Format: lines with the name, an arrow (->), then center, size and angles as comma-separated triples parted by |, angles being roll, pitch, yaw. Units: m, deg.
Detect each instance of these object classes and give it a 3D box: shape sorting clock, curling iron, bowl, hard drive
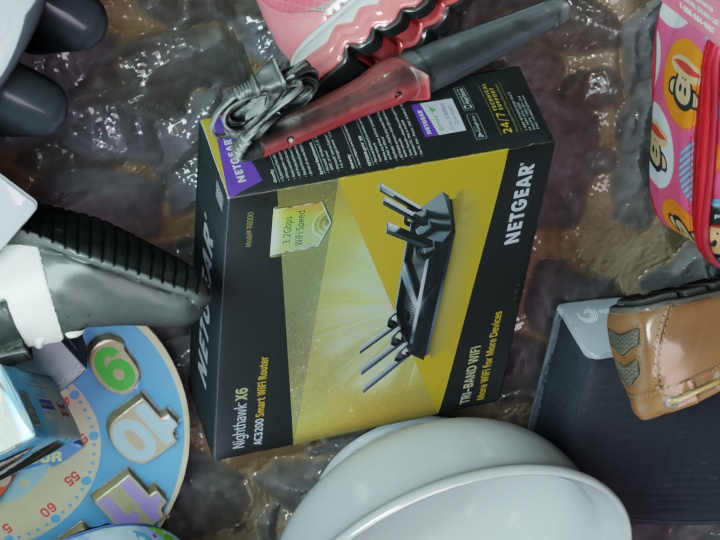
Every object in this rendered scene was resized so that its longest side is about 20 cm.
shape sorting clock -> -0.181, 0.091, 1.121 | 0.198, 0.039, 0.202 | -9, 121, -16
curling iron -> 0.020, -0.089, 1.009 | 0.199, 0.026, 0.050 | -20, 158, -33
bowl -> 0.034, 0.141, 1.184 | 0.199, 0.091, 0.202 | -15, 137, -14
hard drive -> 0.191, 0.081, 1.251 | 0.198, 0.042, 0.136 | 1, 117, -21

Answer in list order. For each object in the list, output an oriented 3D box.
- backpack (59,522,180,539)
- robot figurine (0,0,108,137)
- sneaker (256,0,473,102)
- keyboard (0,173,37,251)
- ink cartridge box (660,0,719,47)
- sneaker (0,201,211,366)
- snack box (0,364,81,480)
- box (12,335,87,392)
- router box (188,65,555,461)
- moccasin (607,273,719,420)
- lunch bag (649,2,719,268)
backpack -> -0.130, 0.223, 1.113 | 0.182, 0.148, 0.201 | -25, 148, -6
robot figurine -> -0.206, -0.127, 0.939 | 0.199, 0.151, 0.125 | 29, 129, -29
sneaker -> 0.032, -0.164, 1.027 | 0.200, 0.087, 0.074 | -38, 159, 9
keyboard -> -0.218, -0.061, 0.893 | 0.200, 0.011, 0.056 | 39, 90, -30
ink cartridge box -> 0.169, -0.219, 1.011 | 0.082, 0.147, 0.201 | -13, 122, -16
sneaker -> -0.166, 0.014, 0.986 | 0.198, 0.074, 0.089 | 11, 102, -5
snack box -> -0.223, 0.103, 0.976 | 0.199, 0.116, 0.037 | -28, 85, 0
box -> -0.249, 0.044, 1.042 | 0.200, 0.051, 0.158 | -39, 109, 5
router box -> 0.000, 0.000, 1.090 | 0.156, 0.052, 0.201 | -11, 142, -14
moccasin -> 0.224, 0.032, 1.179 | 0.200, 0.073, 0.078 | -14, 94, -29
lunch bag -> 0.245, -0.101, 1.149 | 0.198, 0.082, 0.178 | -12, 120, -18
